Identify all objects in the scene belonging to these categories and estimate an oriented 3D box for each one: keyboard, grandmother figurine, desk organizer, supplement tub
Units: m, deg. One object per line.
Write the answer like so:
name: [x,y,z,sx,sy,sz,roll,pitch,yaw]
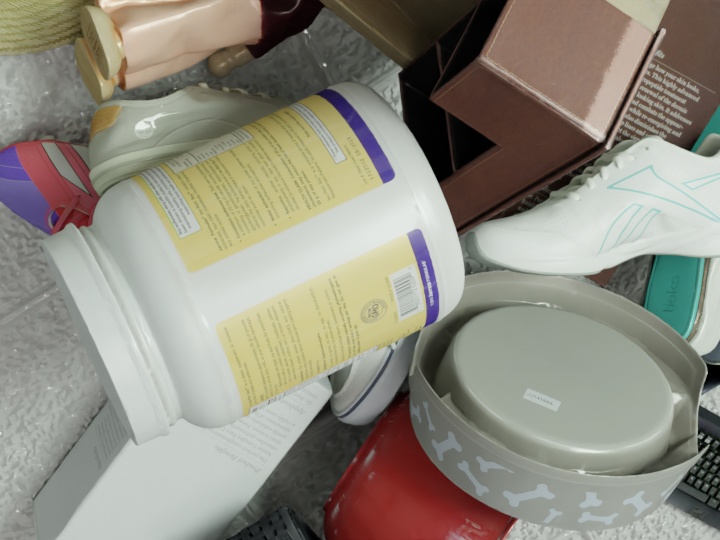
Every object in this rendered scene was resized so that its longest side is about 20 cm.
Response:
keyboard: [0.292,0.140,1.293,0.199,0.021,0.127,28,103,-28]
grandmother figurine: [-0.065,-0.155,1.000,0.199,0.121,0.061,-20,85,-21]
desk organizer: [0.070,-0.087,0.896,0.077,0.200,0.072,32,71,-10]
supplement tub: [-0.059,-0.002,0.937,0.199,0.145,0.146,-25,120,-12]

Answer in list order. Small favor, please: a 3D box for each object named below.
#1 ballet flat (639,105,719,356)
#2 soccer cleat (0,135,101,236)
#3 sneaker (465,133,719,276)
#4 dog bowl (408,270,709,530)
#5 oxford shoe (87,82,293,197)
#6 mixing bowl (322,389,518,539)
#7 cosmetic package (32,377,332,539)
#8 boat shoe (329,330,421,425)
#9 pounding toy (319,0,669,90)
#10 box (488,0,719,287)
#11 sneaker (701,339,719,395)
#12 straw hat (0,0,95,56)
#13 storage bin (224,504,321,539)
ballet flat: [0.234,-0.035,1.151,0.069,0.069,0.201,17,83,-24]
soccer cleat: [-0.133,-0.016,1.023,0.199,0.077,0.067,25,132,-13]
sneaker: [0.156,-0.042,1.060,0.199,0.070,0.081,-9,102,-17]
dog bowl: [0.121,0.081,1.060,0.199,0.201,0.059,1,125,-18]
oxford shoe: [-0.076,-0.085,1.021,0.199,0.075,0.058,-10,75,-37]
mixing bowl: [0.045,0.151,1.139,0.108,0.200,0.201,34,103,6]
cosmetic package: [-0.119,0.117,1.118,0.101,0.074,0.200,34,103,-27]
boat shoe: [0.002,0.001,1.100,0.086,0.075,0.203,15,107,-24]
pounding toy: [0.083,-0.184,0.955,0.200,0.184,0.143,36,69,-26]
box: [0.161,-0.102,1.104,0.100,0.075,0.201,24,107,-26]
sneaker: [0.260,0.030,1.192,0.075,0.085,0.200,31,102,-28]
straw hat: [-0.193,-0.193,0.936,0.200,0.085,0.202,-7,116,-14]
storage bin: [-0.042,0.249,1.124,0.093,0.136,0.200,-30,160,-3]
